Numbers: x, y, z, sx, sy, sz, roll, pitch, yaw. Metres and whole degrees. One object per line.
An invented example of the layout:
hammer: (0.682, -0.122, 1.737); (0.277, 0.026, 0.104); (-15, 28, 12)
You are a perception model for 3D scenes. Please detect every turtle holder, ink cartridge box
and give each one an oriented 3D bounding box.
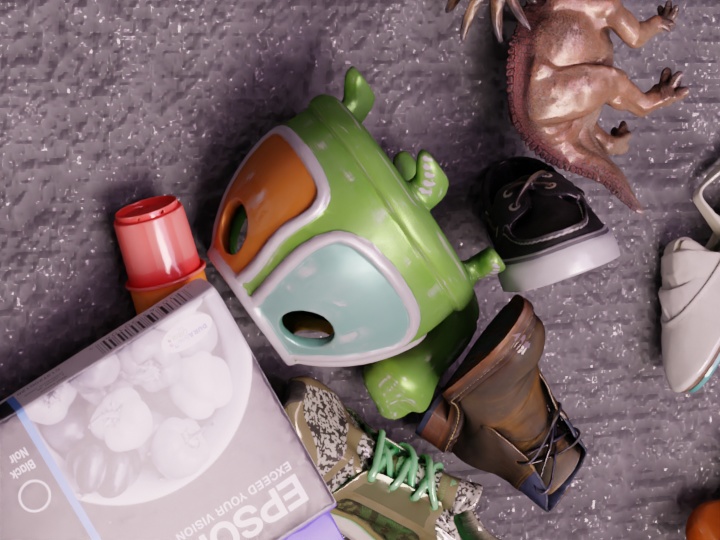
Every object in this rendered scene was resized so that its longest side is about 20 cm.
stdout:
turtle holder: (-0.007, -0.009, 1.682); (0.131, 0.141, 0.186); (-37, 154, -3)
ink cartridge box: (-0.119, 0.140, 1.619); (0.198, 0.043, 0.201); (-32, 107, -10)

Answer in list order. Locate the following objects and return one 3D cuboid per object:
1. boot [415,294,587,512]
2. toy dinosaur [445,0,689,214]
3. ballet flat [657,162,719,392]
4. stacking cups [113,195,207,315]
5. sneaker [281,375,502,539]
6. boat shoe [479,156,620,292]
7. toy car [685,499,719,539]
boot: (0.099, 0.078, 1.701); (0.097, 0.200, 0.075); (36, 72, 3)
toy dinosaur: (0.113, -0.128, 1.750); (0.135, 0.086, 0.201); (-2, 84, -33)
ballet flat: (0.228, -0.017, 1.880); (0.069, 0.069, 0.201); (44, 68, -31)
stacking cups: (-0.094, 0.059, 1.661); (0.060, 0.060, 0.201); (-27, 110, -29)
sneaker: (0.027, 0.124, 1.724); (0.200, 0.088, 0.077); (49, 36, -34)
boat shoe: (0.100, -0.029, 1.715); (0.068, 0.200, 0.057); (-20, 98, -3)
toy car: (0.277, 0.215, 1.897); (0.149, 0.175, 0.200); (-31, 118, 11)
